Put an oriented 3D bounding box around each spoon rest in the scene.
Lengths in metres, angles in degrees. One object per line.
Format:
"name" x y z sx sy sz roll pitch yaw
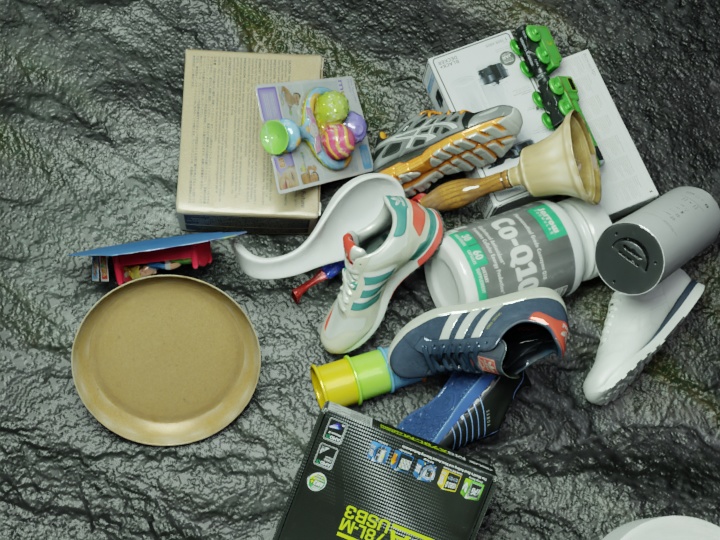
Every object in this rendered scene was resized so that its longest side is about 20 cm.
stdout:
"spoon rest" -0.038 -0.041 1.136 0.198 0.100 0.061 -24 43 -9

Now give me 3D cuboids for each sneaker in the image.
"sneaker" 0.091 -0.151 1.191 0.198 0.078 0.078 -20 64 29
"sneaker" 0.120 0.082 1.081 0.198 0.075 0.085 -21 35 15
"sneaker" 0.310 0.069 1.200 0.080 0.077 0.200 39 68 15
"sneaker" 0.000 0.000 1.132 0.200 0.093 0.071 -51 41 17
"sneaker" 0.107 0.171 1.147 0.200 0.070 0.078 -47 118 1

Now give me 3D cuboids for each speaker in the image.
"speaker" 0.336 -0.037 1.165 0.082 0.081 0.199 53 38 9

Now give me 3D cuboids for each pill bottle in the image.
"pill bottle" 0.181 -0.013 1.176 0.198 0.113 0.114 -19 77 -19

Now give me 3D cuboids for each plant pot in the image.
"plant pot" -0.205 0.093 1.110 0.197 0.028 0.203 -3 112 -8

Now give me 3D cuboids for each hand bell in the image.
"hand bell" 0.158 -0.101 1.164 0.198 0.104 0.106 -14 73 28

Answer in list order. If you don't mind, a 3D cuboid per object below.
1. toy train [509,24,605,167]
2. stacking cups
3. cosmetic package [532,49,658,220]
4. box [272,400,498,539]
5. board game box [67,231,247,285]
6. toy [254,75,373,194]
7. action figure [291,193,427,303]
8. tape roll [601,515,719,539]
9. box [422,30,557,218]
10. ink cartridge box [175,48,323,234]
"toy train" 0.232 -0.199 1.218 0.056 0.042 0.202 -8 71 -43
"stacking cups" 0.044 0.102 1.168 0.198 0.061 0.061 -19 77 -14
"cosmetic package" 0.277 -0.159 1.263 0.082 0.051 0.202 -20 77 -7
"box" 0.019 0.263 1.089 0.198 0.048 0.195 22 95 0
"board game box" -0.213 -0.011 1.111 0.157 0.199 0.039 -12 98 -34
"toy" -0.034 -0.158 1.156 0.047 0.199 0.117 -9 97 36
"action figure" -0.003 -0.037 1.204 0.199 0.052 0.066 -30 83 -12
"tape roll" 0.335 0.366 1.113 0.200 0.071 0.205 1 74 -5
"box" 0.165 -0.173 1.252 0.115 0.060 0.202 -22 77 -11
"ink cartridge box" -0.127 -0.148 1.209 0.162 0.075 0.203 3 74 -6
